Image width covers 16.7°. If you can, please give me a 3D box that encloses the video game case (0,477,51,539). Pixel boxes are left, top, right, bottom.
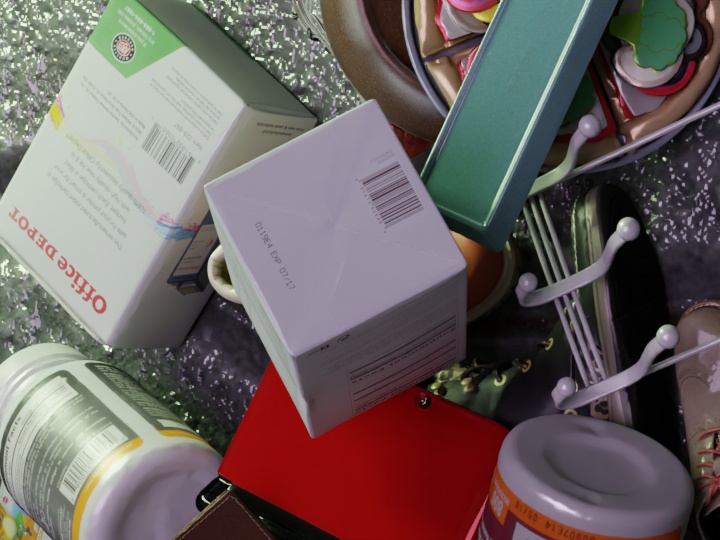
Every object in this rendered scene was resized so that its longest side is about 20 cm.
[{"bbox_3d":[-0.232,0.198,1.760,0.199,0.018,0.144,25,104,33],"label":"video game case"}]

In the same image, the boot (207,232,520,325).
[{"bbox_3d":[0.000,0.000,1.549,0.199,0.107,0.076,-5,83,33],"label":"boot"}]

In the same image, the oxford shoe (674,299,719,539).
[{"bbox_3d":[0.221,0.111,1.408,0.070,0.075,0.201,-28,73,32],"label":"oxford shoe"}]

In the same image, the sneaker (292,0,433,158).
[{"bbox_3d":[0.004,-0.161,1.576,0.082,0.078,0.201,-31,64,38],"label":"sneaker"}]

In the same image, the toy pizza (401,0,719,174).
[{"bbox_3d":[0.124,-0.158,1.447,0.199,0.032,0.202,0,88,0],"label":"toy pizza"}]

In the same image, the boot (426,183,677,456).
[{"bbox_3d":[0.111,0.056,1.492,0.150,0.073,0.201,-9,89,35],"label":"boot"}]

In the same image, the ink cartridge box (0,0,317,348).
[{"bbox_3d":[-0.144,-0.067,1.662,0.145,0.087,0.201,42,110,28],"label":"ink cartridge box"}]

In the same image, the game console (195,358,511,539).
[{"bbox_3d":[0.008,0.164,1.533,0.199,0.119,0.173,23,144,38],"label":"game console"}]

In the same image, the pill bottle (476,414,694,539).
[{"bbox_3d":[0.114,0.195,1.412,0.114,0.114,0.201,30,120,32],"label":"pill bottle"}]

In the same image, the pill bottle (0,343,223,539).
[{"bbox_3d":[-0.174,0.129,1.638,0.200,0.116,0.117,34,109,51],"label":"pill bottle"}]

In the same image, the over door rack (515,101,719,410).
[{"bbox_3d":[0.180,-0.024,1.389,0.199,0.067,0.149,-20,68,5],"label":"over door rack"}]

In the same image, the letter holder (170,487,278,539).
[{"bbox_3d":[-0.073,0.263,1.487,0.200,0.142,0.101,47,151,5],"label":"letter holder"}]

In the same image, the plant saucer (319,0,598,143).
[{"bbox_3d":[0.074,-0.175,1.479,0.199,0.032,0.202,0,87,-1],"label":"plant saucer"}]

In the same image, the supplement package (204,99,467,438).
[{"bbox_3d":[-0.010,0.004,1.405,0.109,0.200,0.114,-27,75,-6],"label":"supplement package"}]

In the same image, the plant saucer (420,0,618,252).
[{"bbox_3d":[0.093,-0.114,1.407,0.070,0.019,0.201,25,92,34],"label":"plant saucer"}]
